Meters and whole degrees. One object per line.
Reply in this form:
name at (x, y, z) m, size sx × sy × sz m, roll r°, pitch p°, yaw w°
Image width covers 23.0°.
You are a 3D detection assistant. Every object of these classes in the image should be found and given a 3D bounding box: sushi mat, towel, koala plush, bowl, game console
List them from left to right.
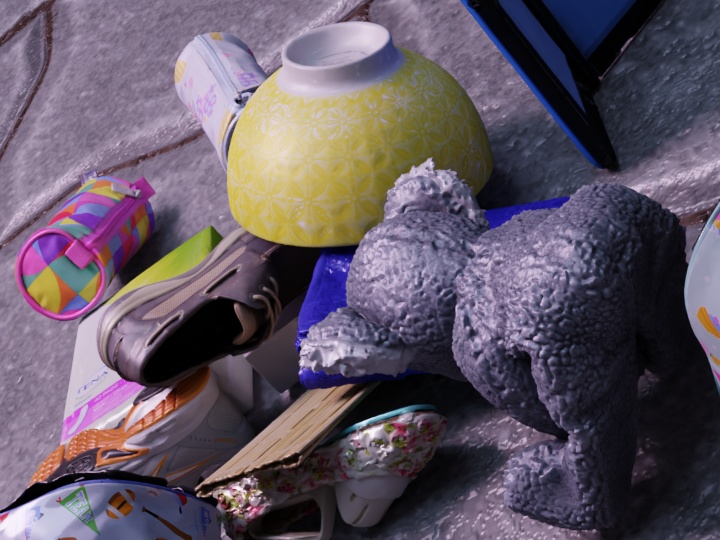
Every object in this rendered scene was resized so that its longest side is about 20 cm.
sushi mat at (-0.026, 0.092, 1.192) m, size 0.095 × 0.012 × 0.200 m, roll -21°, pitch 11°, yaw 36°
bowl at (-0.009, -0.112, 1.263) m, size 0.197 × 0.109 × 0.201 m, roll -9°, pitch 29°, yaw 5°
towel at (0.058, 0.007, 1.179) m, size 0.198 × 0.050 × 0.149 m, roll -9°, pitch 38°, yaw 18°
koala plush at (0.075, 0.019, 1.021) m, size 0.198 × 0.185 × 0.178 m, roll 17°, pitch 60°, yaw 27°
game console at (0.148, -0.204, 1.237) m, size 0.118 × 0.200 × 0.172 m, roll -34°, pitch 33°, yaw 17°

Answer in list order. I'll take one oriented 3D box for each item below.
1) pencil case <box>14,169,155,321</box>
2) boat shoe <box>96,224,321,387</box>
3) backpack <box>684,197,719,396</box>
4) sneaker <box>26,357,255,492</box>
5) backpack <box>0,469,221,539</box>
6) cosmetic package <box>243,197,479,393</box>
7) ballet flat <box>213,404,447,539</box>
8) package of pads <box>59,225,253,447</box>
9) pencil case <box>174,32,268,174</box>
pencil case at (-0.237, -0.025, 1.545) m, size 0.088 × 0.089 × 0.200 m, roll -34°, pitch 12°, yaw 16°
boat shoe at (-0.088, 0.027, 1.254) m, size 0.199 × 0.075 × 0.073 m, roll -32°, pitch 43°, yaw -14°
backpack at (0.253, 0.010, 0.861) m, size 0.176 × 0.200 × 0.153 m, roll -45°, pitch 47°, yaw -4°
sneaker at (-0.162, 0.154, 1.288) m, size 0.199 × 0.092 × 0.076 m, roll -34°, pitch 26°, yaw 19°
backpack at (-0.181, 0.212, 1.156) m, size 0.190 × 0.199 × 0.155 m, roll -34°, pitch 61°, yaw 27°
cosmetic package at (0.000, 0.000, 1.317) m, size 0.199 × 0.051 × 0.083 m, roll -37°, pitch 31°, yaw 14°
ballet flat at (-0.017, 0.144, 1.170) m, size 0.199 × 0.075 × 0.065 m, roll -24°, pitch 67°, yaw 38°
package of pads at (-0.160, 0.075, 1.399) m, size 0.154 × 0.068 × 0.201 m, roll -34°, pitch 28°, yaw 18°
pencil case at (-0.109, -0.145, 1.582) m, size 0.083 × 0.091 × 0.200 m, roll -42°, pitch 30°, yaw 4°
